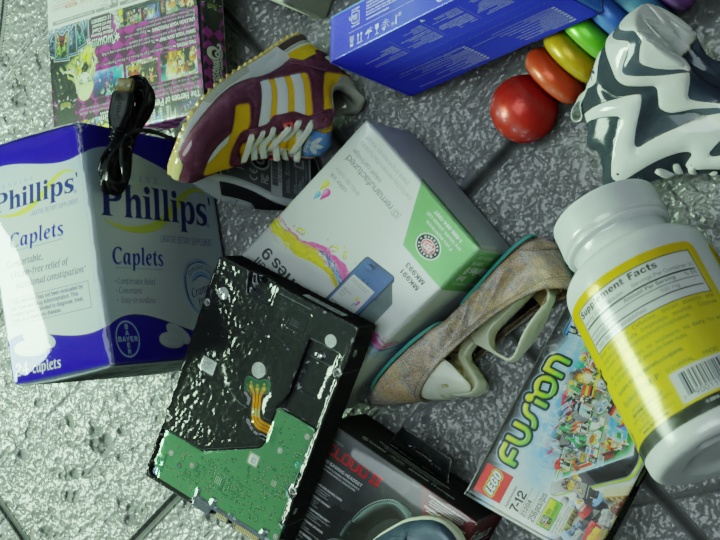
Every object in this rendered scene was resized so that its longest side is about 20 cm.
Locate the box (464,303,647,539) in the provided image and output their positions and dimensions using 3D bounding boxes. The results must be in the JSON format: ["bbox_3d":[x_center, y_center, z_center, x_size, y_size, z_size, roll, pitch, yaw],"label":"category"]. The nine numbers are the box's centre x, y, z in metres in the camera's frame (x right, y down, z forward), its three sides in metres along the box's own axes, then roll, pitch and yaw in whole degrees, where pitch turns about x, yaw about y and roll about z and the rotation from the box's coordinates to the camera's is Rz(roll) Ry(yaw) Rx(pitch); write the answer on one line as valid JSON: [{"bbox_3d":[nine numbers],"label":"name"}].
[{"bbox_3d":[0.174,0.109,0.946,0.110,0.035,0.200,26,82,23],"label":"box"}]

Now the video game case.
[{"bbox_3d":[-0.206,-0.214,1.140,0.200,0.036,0.182,-7,85,36],"label":"video game case"}]

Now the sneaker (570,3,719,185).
[{"bbox_3d":[0.244,-0.091,0.935,0.199,0.080,0.130,33,135,-6],"label":"sneaker"}]

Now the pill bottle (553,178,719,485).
[{"bbox_3d":[0.212,0.038,0.873,0.111,0.111,0.200,-33,59,20],"label":"pill bottle"}]

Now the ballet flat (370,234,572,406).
[{"bbox_3d":[0.090,0.058,0.995,0.200,0.068,0.067,-46,62,17],"label":"ballet flat"}]

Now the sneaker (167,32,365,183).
[{"bbox_3d":[-0.071,-0.119,1.015,0.090,0.200,0.075,39,140,5],"label":"sneaker"}]

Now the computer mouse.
[{"bbox_3d":[-0.124,-0.090,1.050,0.044,0.200,0.110,-37,46,46],"label":"computer mouse"}]

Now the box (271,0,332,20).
[{"bbox_3d":[-0.045,-0.326,1.067,0.095,0.078,0.200,25,98,23],"label":"box"}]

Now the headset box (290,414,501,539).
[{"bbox_3d":[0.011,0.225,1.023,0.149,0.077,0.200,32,103,22],"label":"headset box"}]

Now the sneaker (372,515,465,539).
[{"bbox_3d":[-0.008,0.254,0.943,0.200,0.084,0.075,-39,74,19],"label":"sneaker"}]

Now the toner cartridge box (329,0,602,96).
[{"bbox_3d":[0.076,-0.196,0.960,0.200,0.095,0.043,-17,67,45],"label":"toner cartridge box"}]

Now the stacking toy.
[{"bbox_3d":[0.178,-0.177,0.966,0.085,0.085,0.200,48,113,18],"label":"stacking toy"}]

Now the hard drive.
[{"bbox_3d":[-0.082,0.105,1.004,0.140,0.038,0.200,25,103,24],"label":"hard drive"}]

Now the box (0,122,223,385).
[{"bbox_3d":[-0.209,-0.011,1.073,0.105,0.184,0.200,-13,83,26],"label":"box"}]

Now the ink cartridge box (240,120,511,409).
[{"bbox_3d":[0.000,0.000,1.031,0.200,0.087,0.145,-45,72,19],"label":"ink cartridge box"}]
